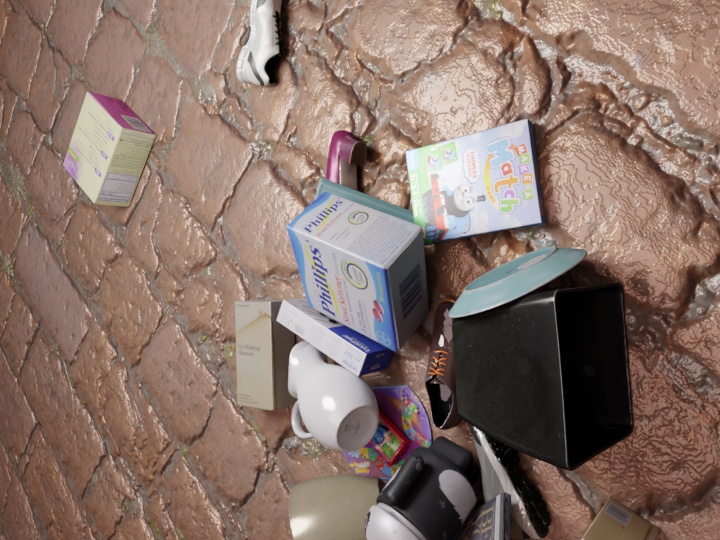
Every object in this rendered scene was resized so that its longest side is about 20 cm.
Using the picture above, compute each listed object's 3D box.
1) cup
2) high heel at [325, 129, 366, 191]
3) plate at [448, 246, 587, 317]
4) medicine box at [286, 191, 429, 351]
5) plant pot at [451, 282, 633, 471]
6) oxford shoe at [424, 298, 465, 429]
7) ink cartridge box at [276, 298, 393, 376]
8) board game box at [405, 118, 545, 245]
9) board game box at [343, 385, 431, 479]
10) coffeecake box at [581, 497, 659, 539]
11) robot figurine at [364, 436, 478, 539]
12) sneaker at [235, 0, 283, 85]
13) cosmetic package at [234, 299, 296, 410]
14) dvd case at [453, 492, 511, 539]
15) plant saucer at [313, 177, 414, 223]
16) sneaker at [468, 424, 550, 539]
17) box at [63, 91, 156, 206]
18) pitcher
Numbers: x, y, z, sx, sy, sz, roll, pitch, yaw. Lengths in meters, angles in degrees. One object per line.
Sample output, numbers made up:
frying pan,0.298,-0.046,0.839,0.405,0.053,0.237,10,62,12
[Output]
cup,-0.011,0.423,0.963,0.141,0.200,0.203,-27,75,6
high heel,-0.040,-0.146,1.047,0.096,0.066,0.203,41,117,53
plate,0.203,0.008,0.781,0.198,0.199,0.026,-27,91,32
medicine box,0.000,0.000,0.930,0.198,0.103,0.184,23,142,32
plant pot,0.233,0.128,0.778,0.176,0.197,0.204,-7,87,46
oxford shoe,0.137,0.146,0.907,0.070,0.072,0.204,-5,88,35
ink cartridge box,-0.045,0.111,1.021,0.198,0.093,0.045,29,106,31
board game box,0.171,-0.129,0.891,0.197,0.036,0.155,-9,85,29
board game box,0.027,0.285,1.005,0.197,0.039,0.161,-11,85,35
coffeecake box,0.297,0.421,0.751,0.072,0.152,0.203,27,105,31
robot figurine,0.093,0.349,0.872,0.150,0.200,0.125,45,155,-2
sneaker,-0.175,-0.455,1.125,0.079,0.074,0.203,23,109,17
cosmetic package,-0.184,0.159,1.133,0.102,0.073,0.204,-3,90,35
dvd case,0.156,0.421,0.831,0.016,0.150,0.201,22,138,-8
plant saucer,0.010,-0.090,0.980,0.197,0.019,0.071,22,104,11
sneaker,0.202,0.302,0.867,0.079,0.073,0.203,-33,73,36
box,-0.607,-0.289,1.405,0.175,0.096,0.202,41,112,27
pitcher,-0.058,0.237,0.987,0.199,0.119,0.175,32,115,53
